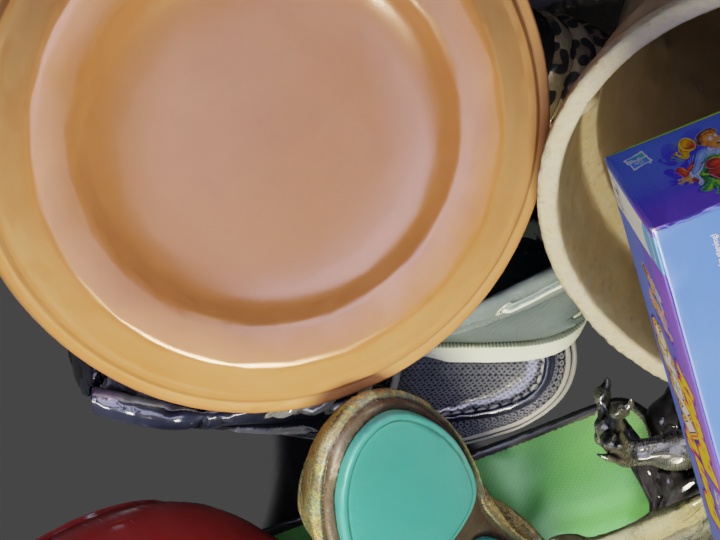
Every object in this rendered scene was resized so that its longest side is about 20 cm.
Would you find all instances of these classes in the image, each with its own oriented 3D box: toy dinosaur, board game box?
[{"bbox_3d":[0.130,0.074,0.938,0.200,0.048,0.088,-14,142,35],"label":"toy dinosaur"},{"bbox_3d":[0.167,0.029,0.838,0.134,0.045,0.200,-21,125,-2],"label":"board game box"}]

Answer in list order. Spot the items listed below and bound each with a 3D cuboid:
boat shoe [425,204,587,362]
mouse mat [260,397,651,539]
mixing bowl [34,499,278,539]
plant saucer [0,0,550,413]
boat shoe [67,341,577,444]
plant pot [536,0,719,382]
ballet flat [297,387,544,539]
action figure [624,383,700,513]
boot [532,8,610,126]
[{"bbox_3d":[0.000,0.000,0.945,0.199,0.062,0.073,-4,56,-25],"label":"boat shoe"},{"bbox_3d":[0.047,0.155,1.064,0.200,0.008,0.161,-20,97,1],"label":"mouse mat"},{"bbox_3d":[-0.085,0.156,0.980,0.200,0.200,0.109,-33,67,1],"label":"mixing bowl"},{"bbox_3d":[-0.032,-0.047,0.872,0.200,0.037,0.201,-2,103,-9],"label":"plant saucer"},{"bbox_3d":[-0.014,0.037,1.004,0.199,0.093,0.075,0,96,-2],"label":"boat shoe"},{"bbox_3d":[0.168,-0.082,0.935,0.200,0.184,0.201,5,135,5],"label":"plant pot"},{"bbox_3d":[0.016,0.092,0.973,0.071,0.200,0.071,-14,57,22],"label":"ballet flat"},{"bbox_3d":[0.173,0.058,1.011,0.200,0.102,0.119,-45,111,0],"label":"action figure"},{"bbox_3d":[-0.013,-0.050,0.991,0.150,0.073,0.200,13,138,-33],"label":"boot"}]
